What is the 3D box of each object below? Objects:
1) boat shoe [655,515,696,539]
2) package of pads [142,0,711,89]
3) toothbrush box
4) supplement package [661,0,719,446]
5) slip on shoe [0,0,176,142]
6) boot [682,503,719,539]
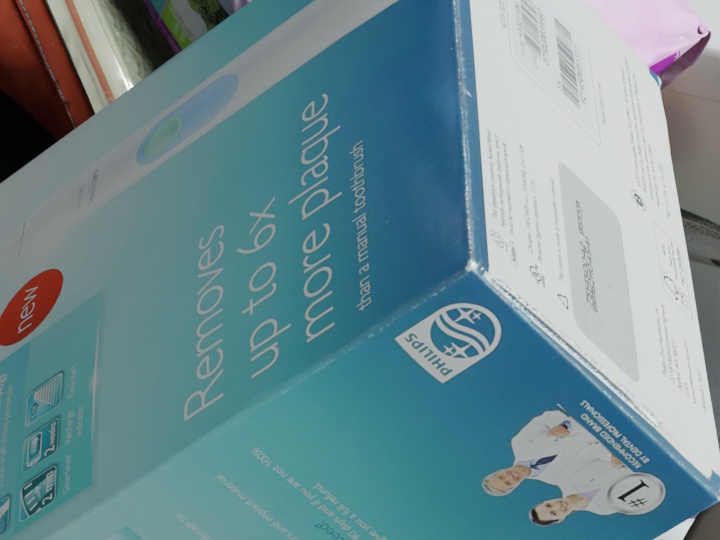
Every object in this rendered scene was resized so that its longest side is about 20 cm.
[{"bbox_3d":[0.125,0.097,0.992,0.202,0.075,0.086,25,39,-53],"label":"boat shoe"},{"bbox_3d":[-0.007,-0.108,0.780,0.120,0.076,0.200,-30,81,-23],"label":"package of pads"},{"bbox_3d":[-0.029,0.026,0.630,0.085,0.200,0.146,41,29,-29],"label":"toothbrush box"},{"bbox_3d":[0.124,-0.041,0.919,0.117,0.117,0.200,-49,140,-30],"label":"supplement package"},{"bbox_3d":[-0.100,-0.081,0.801,0.200,0.061,0.074,58,11,9],"label":"slip on shoe"},{"bbox_3d":[0.076,0.089,0.760,0.131,0.068,0.200,59,35,-23],"label":"boot"}]
